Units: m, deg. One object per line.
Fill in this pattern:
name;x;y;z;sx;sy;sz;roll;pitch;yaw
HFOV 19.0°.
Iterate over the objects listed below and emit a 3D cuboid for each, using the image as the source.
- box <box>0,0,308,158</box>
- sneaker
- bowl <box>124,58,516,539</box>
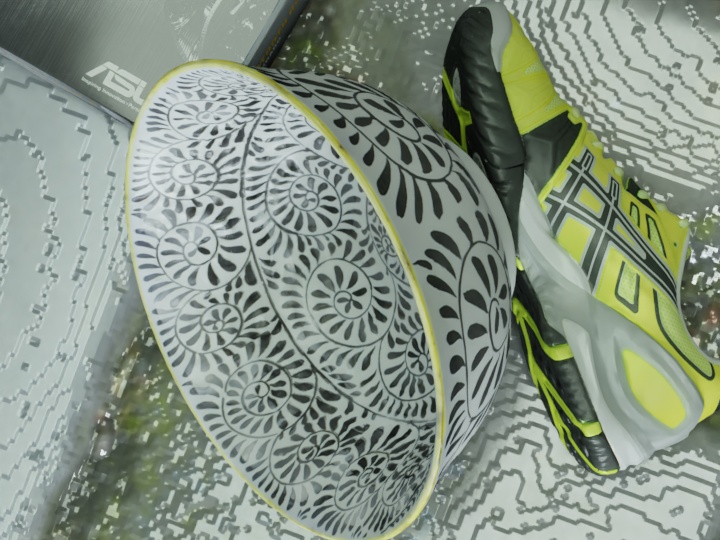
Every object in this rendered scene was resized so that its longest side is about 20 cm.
box;-0.113;-0.160;0.936;0.200;0.048;0.158;30;89;9
sneaker;0.091;-0.019;0.893;0.076;0.075;0.200;-20;89;-9
bowl;0.000;0.000;0.862;0.094;0.201;0.201;-23;80;-33
